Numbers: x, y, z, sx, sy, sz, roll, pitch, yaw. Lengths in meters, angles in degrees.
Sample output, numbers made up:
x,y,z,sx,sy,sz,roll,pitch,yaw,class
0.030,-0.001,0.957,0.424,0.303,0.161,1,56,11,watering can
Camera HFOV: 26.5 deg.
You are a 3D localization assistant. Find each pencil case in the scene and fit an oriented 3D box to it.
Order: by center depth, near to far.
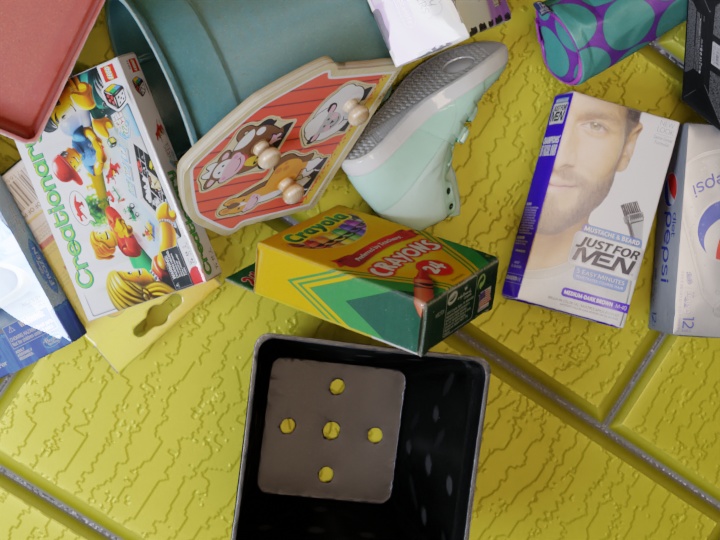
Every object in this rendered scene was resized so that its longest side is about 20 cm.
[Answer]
x,y,z,sx,sy,sz,roll,pitch,yaw,class
0.256,-0.255,1.410,0.200,0.085,0.092,-30,53,-7,pencil case

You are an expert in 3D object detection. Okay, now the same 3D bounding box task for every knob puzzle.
x,y,z,sx,sy,sz,roll,pitch,yaw,class
-0.066,-0.092,1.248,0.220,0.220,0.030,-36,69,-5,knob puzzle

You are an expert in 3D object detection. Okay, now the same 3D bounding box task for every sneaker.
x,y,z,sx,sy,sz,roll,pitch,yaw,class
0.075,-0.118,1.406,0.200,0.074,0.118,-43,124,-19,sneaker

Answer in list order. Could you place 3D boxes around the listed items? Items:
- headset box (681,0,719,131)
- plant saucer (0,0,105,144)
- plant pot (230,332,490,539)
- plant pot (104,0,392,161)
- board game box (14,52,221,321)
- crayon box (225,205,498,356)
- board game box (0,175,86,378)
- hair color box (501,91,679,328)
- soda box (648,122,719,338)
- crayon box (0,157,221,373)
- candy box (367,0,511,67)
x,y,z,sx,sy,sz,roll,pitch,yaw,class
0.401,-0.229,1.396,0.200,0.077,0.149,-20,130,-16,headset box
-0.314,-0.222,1.265,0.200,0.037,0.200,22,79,5,plant saucer
-0.013,0.157,1.344,0.199,0.177,0.200,7,91,-9,plant pot
-0.090,-0.178,1.314,0.196,0.200,0.200,-23,97,-15,plant pot
-0.210,-0.069,1.290,0.126,0.035,0.200,-18,97,25,board game box
0.000,0.000,1.307,0.200,0.127,0.051,19,117,27,crayon box
-0.371,0.012,1.316,0.200,0.043,0.199,-26,96,12,board game box
0.214,-0.057,1.426,0.109,0.065,0.200,15,89,-9,hair color box
0.320,-0.038,1.442,0.063,0.068,0.200,4,92,-10,soda box
-0.236,-0.023,1.361,0.127,0.051,0.200,-40,98,-5,crayon box
0.052,-0.274,1.314,0.072,0.200,0.168,-20,97,20,candy box
